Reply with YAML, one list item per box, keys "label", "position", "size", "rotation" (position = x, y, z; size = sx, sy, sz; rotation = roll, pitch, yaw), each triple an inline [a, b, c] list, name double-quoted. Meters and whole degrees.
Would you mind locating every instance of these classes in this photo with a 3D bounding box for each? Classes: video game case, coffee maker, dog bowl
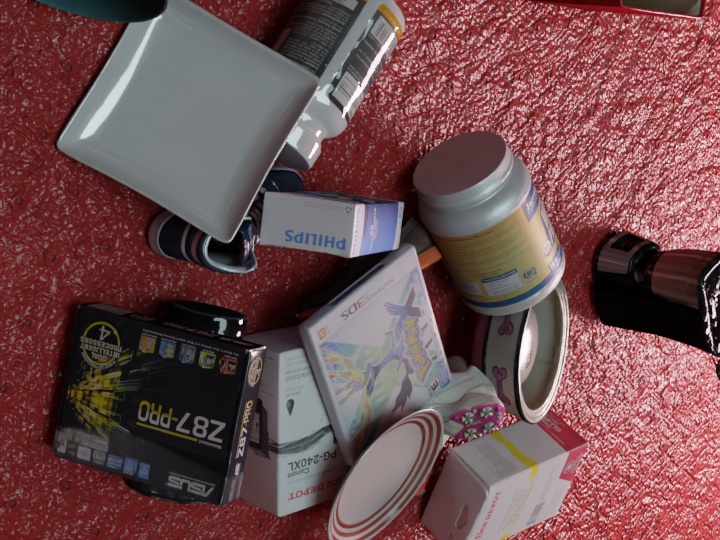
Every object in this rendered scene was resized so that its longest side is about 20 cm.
- label: "video game case"
  position: [0.023, 0.098, 1.516]
  size: [0.182, 0.022, 0.200]
  rotation: [-38, 126, -32]
- label: "coffee maker"
  position: [0.440, 0.050, 1.869]
  size: [0.135, 0.200, 0.192]
  rotation: [-3, 101, -39]
- label: "dog bowl"
  position: [0.210, 0.098, 1.726]
  size: [0.200, 0.074, 0.200]
  rotation: [-29, 122, -59]

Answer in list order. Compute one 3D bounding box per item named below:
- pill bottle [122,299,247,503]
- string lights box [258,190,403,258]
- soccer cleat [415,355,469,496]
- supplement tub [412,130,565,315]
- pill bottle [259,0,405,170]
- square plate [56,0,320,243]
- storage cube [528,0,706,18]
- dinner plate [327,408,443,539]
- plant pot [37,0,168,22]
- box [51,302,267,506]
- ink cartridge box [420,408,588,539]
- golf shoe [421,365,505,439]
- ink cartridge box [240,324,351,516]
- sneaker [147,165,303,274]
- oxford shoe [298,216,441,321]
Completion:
- label: "pill bottle"
  position: [-0.182, 0.138, 1.392]
  size: [0.112, 0.112, 0.200]
  rotation: [8, 96, -43]
- label: "string lights box"
  position: [-0.027, -0.052, 1.424]
  size: [0.200, 0.103, 0.059]
  rotation: [-13, 111, -74]
- label: "soccer cleat"
  position: [0.081, 0.198, 1.679]
  size: [0.085, 0.069, 0.200]
  rotation: [30, 85, -47]
- label: "supplement tub"
  position: [0.159, -0.058, 1.623]
  size: [0.145, 0.145, 0.200]
  rotation: [-47, 128, -23]
- label: "pill bottle"
  position: [-0.045, -0.216, 1.417]
  size: [0.116, 0.116, 0.200]
  rotation: [41, 74, -41]
- label: "square plate"
  position: [-0.172, -0.158, 1.320]
  size: [0.198, 0.028, 0.200]
  rotation: [30, 79, -7]
- label: "storage cube"
  position: [0.322, -0.415, 1.650]
  size: [0.200, 0.180, 0.171]
  rotation: [-3, 103, -41]
- label: "dinner plate"
  position: [0.026, 0.243, 1.549]
  size: [0.200, 0.024, 0.200]
  rotation: [-37, 148, -28]
- label: "plant pot"
  position: [-0.244, -0.339, 1.159]
  size: [0.200, 0.200, 0.161]
  rotation: [28, 71, -43]
- label: "box"
  position: [-0.204, 0.131, 1.315]
  size: [0.049, 0.200, 0.161]
  rotation: [-10, 112, -70]
- label: "ink cartridge box"
  position: [0.194, 0.287, 1.761]
  size: [0.200, 0.083, 0.145]
  rotation: [-15, 136, -39]
- label: "golf shoe"
  position: [0.075, 0.171, 1.629]
  size: [0.200, 0.092, 0.075]
  rotation: [-7, 138, -9]
- label: "ink cartridge box"
  position: [-0.064, 0.169, 1.525]
  size: [0.145, 0.083, 0.200]
  rotation: [-11, 108, -41]
- label: "sneaker"
  position: [-0.117, -0.054, 1.400]
  size: [0.200, 0.108, 0.070]
  rotation: [-26, 119, -35]
- label: "oxford shoe"
  position: [0.000, 0.000, 1.565]
  size: [0.200, 0.071, 0.073]
  rotation: [-28, 88, -28]
